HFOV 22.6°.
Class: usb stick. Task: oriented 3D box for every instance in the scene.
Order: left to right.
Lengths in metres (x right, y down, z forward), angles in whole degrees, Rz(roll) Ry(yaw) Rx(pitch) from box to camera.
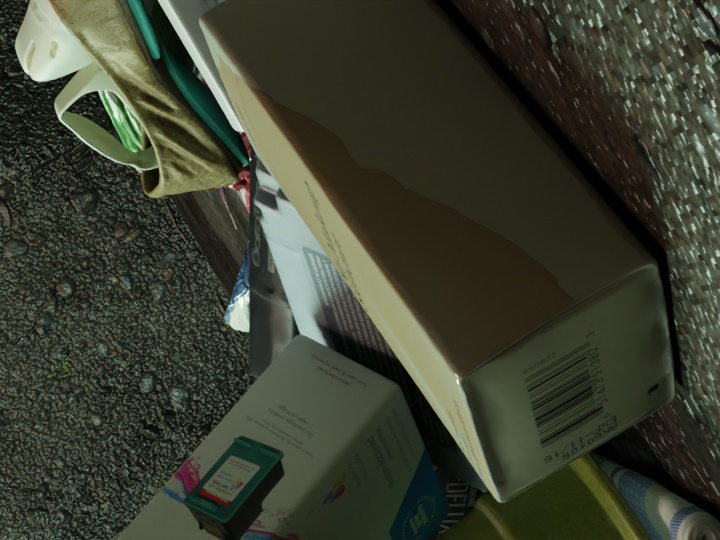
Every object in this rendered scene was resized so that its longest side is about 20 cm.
[{"bbox_3d":[-0.037,-0.031,0.926,0.055,0.033,0.200,29,123,54],"label":"usb stick"}]

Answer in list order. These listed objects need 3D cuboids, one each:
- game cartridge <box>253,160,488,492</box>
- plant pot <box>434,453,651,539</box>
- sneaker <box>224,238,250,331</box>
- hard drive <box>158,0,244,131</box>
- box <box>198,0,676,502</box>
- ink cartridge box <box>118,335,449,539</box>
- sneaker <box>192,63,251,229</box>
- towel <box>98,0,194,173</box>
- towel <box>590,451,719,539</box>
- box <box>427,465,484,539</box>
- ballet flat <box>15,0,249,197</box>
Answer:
[{"bbox_3d":[0.026,0.031,0.849,0.133,0.041,0.200,31,156,28],"label":"game cartridge"},{"bbox_3d":[0.047,0.197,0.782,0.200,0.190,0.200,63,175,10],"label":"plant pot"},{"bbox_3d":[-0.014,0.014,1.062,0.085,0.077,0.200,17,178,17],"label":"sneaker"},{"bbox_3d":[-0.102,-0.165,0.801,0.200,0.027,0.132,60,179,-22],"label":"hard drive"},{"bbox_3d":[0.026,-0.026,0.659,0.200,0.078,0.095,54,172,37],"label":"box"},{"bbox_3d":[-0.053,0.145,0.854,0.067,0.200,0.116,26,155,33],"label":"ink cartridge box"},{"bbox_3d":[-0.063,-0.084,1.041,0.075,0.081,0.200,59,173,24],"label":"sneaker"},{"bbox_3d":[-0.128,-0.162,0.963,0.200,0.023,0.153,65,-153,-47],"label":"towel"},{"bbox_3d":[0.142,0.151,0.781,0.147,0.024,0.200,62,173,-8],"label":"towel"},{"bbox_3d":[-0.004,0.180,0.948,0.050,0.158,0.200,48,-136,-45],"label":"box"},{"bbox_3d":[-0.123,-0.102,0.886,0.200,0.072,0.068,60,-175,-49],"label":"ballet flat"}]
